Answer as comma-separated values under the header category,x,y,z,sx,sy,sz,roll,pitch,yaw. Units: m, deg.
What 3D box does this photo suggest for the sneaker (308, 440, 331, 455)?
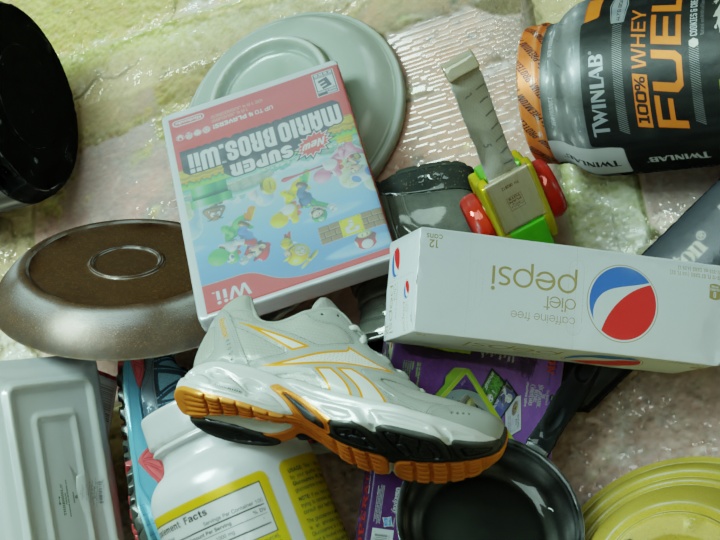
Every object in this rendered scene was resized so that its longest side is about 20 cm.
category,x,y,z,sx,sy,sz,roll,pitch,yaw
sneaker,-0.018,0.083,0.950,0.198,0.085,0.078,8,64,14

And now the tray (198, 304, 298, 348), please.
category,x,y,z,sx,sy,sz,roll,pitch,yaw
tray,-0.149,0.024,1.055,0.198,0.107,0.022,12,114,23

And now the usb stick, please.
category,x,y,z,sx,sy,sz,roll,pitch,yaw
usb stick,0.199,0.013,0.931,0.200,0.033,0.055,-44,55,0

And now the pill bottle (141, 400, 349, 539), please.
category,x,y,z,sx,sy,sz,roll,pitch,yaw
pill bottle,-0.066,0.174,0.893,0.112,0.112,0.201,-25,80,12

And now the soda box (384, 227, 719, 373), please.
category,x,y,z,sx,sy,sz,roll,pitch,yaw
soda box,0.118,0.021,0.855,0.198,0.068,0.064,6,81,-14

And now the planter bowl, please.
category,x,y,z,sx,sy,sz,roll,pitch,yaw
planter bowl,0.190,0.194,0.814,0.199,0.083,0.202,-9,63,19

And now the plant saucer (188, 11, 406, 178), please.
category,x,y,z,sx,sy,sz,roll,pitch,yaw
plant saucer,-0.064,-0.128,1.111,0.198,0.050,0.202,-10,63,21

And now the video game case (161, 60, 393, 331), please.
category,x,y,z,sx,sy,sz,roll,pitch,yaw
video game case,-0.062,-0.059,1.007,0.142,0.018,0.201,-18,52,2

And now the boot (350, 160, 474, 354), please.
category,x,y,z,sx,sy,sz,roll,pitch,yaw
boot,0.000,0.000,1.007,0.198,0.068,0.132,-10,60,18

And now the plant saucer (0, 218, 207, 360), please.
category,x,y,z,sx,sy,sz,roll,pitch,yaw
plant saucer,-0.171,0.006,1.029,0.198,0.032,0.201,0,26,0

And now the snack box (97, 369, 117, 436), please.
category,x,y,z,sx,sy,sz,roll,pitch,yaw
snack box,-0.252,0.177,1.025,0.142,0.053,0.202,-18,57,42

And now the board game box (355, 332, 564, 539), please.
category,x,y,z,sx,sy,sz,roll,pitch,yaw
board game box,0.067,0.092,0.888,0.119,0.032,0.202,11,83,-12

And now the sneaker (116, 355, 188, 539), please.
category,x,y,z,sx,sy,sz,roll,pitch,yaw
sneaker,-0.125,0.122,1.018,0.095,0.080,0.201,-6,52,-10

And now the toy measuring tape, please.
category,x,y,z,sx,sy,sz,roll,pitch,yaw
toy measuring tape,0.089,-0.072,0.933,0.073,0.201,0.074,-17,38,14

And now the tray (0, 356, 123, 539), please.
category,x,y,z,sx,sy,sz,roll,pitch,yaw
tray,-0.204,0.157,0.952,0.022,0.107,0.202,-17,80,41

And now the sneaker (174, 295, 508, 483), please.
category,x,y,z,sx,sy,sz,roll,pitch,yaw
sneaker,-0.006,0.062,0.834,0.198,0.076,0.093,13,61,7

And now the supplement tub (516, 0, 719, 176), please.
category,x,y,z,sx,sy,sz,roll,pitch,yaw
supplement tub,0.212,-0.129,0.940,0.198,0.123,0.124,-5,64,23

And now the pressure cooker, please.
category,x,y,z,sx,sy,sz,roll,pitch,yaw
pressure cooker,-0.360,-0.124,1.170,0.198,0.179,0.177,-14,64,18

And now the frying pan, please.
category,x,y,z,sx,sy,sz,roll,pitch,yaw
frying pan,0.084,0.122,0.859,0.114,0.031,0.191,12,55,1
